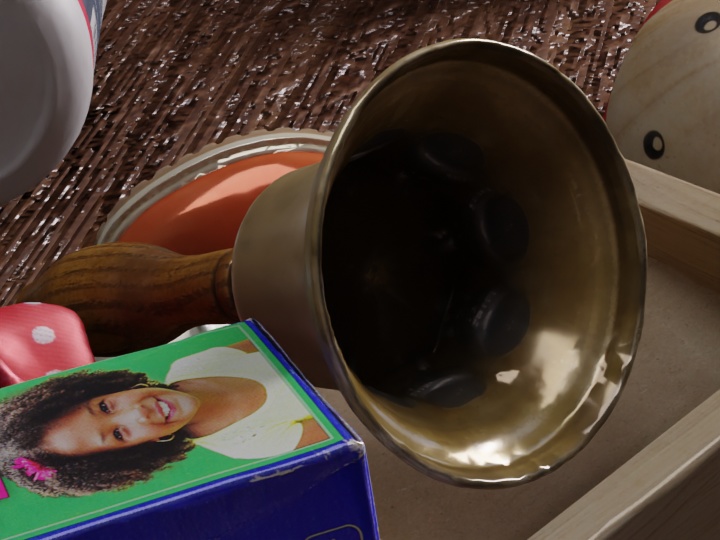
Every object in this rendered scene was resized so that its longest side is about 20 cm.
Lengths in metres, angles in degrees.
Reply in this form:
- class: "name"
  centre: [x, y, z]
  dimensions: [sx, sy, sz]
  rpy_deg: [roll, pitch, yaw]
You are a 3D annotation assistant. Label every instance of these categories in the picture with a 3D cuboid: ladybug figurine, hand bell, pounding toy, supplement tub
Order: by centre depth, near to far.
- class: "hand bell"
  centre: [-0.031, 0.004, 0.608]
  dimensions: [0.104, 0.104, 0.200]
  rpy_deg: [-28, 14, -36]
- class: "pounding toy"
  centre: [0.061, 0.063, 0.653]
  dimensions: [0.184, 0.142, 0.200]
  rpy_deg: [-35, 32, -19]
- class: "ladybug figurine"
  centre: [0.126, -0.048, 0.801]
  dimensions: [0.072, 0.136, 0.200]
  rpy_deg: [23, -3, 10]
- class: "supplement tub"
  centre: [-0.188, -0.123, 1.061]
  dimensions: [0.140, 0.140, 0.200]
  rpy_deg: [-7, 26, 0]

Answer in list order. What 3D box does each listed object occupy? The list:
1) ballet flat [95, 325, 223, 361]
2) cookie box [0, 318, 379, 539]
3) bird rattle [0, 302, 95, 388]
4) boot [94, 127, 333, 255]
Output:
- class: "ballet flat"
  centre: [-0.097, 0.042, 0.777]
  dimensions: [0.200, 0.067, 0.064]
  rpy_deg: [-14, -8, -3]
- class: "cookie box"
  centre: [-0.092, 0.123, 0.500]
  dimensions: [0.200, 0.171, 0.075]
  rpy_deg: [-16, 24, -17]
- class: "bird rattle"
  centre: [-0.140, 0.096, 0.591]
  dimensions: [0.200, 0.163, 0.113]
  rpy_deg: [-20, 1, -13]
- class: "boot"
  centre: [0.000, 0.000, 0.843]
  dimensions: [0.200, 0.075, 0.107]
  rpy_deg: [-6, 31, 1]
